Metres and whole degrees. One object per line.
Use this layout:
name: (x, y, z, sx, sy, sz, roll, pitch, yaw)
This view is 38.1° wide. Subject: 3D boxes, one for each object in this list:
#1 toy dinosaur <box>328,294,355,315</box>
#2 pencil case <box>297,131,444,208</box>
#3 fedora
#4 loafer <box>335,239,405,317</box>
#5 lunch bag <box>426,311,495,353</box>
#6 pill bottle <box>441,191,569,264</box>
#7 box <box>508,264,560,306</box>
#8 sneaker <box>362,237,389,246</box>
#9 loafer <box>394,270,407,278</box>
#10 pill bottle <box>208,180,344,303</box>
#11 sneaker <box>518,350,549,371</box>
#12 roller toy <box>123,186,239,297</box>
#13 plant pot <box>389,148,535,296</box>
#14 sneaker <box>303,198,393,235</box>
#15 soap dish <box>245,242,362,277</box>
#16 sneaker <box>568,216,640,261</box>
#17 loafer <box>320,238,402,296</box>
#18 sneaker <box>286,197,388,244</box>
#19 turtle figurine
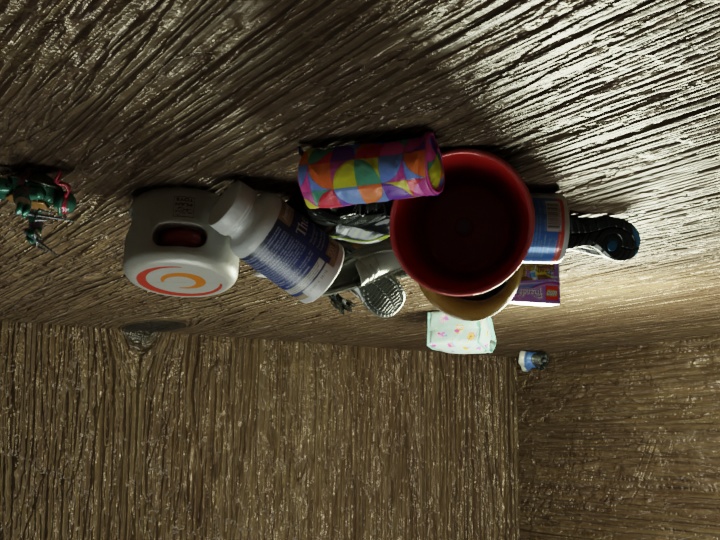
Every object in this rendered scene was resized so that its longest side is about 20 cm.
toy dinosaur: (-0.038, -0.004, 2.077, 0.102, 0.137, 0.200, -34, -147, -16)
pencil case: (0.012, -0.132, 1.367, 0.198, 0.090, 0.088, -2, 170, 24)
fedora: (0.176, -0.012, 1.770, 0.198, 0.203, 0.082, 3, -178, -17)
loafer: (0.005, 0.005, 1.818, 0.200, 0.075, 0.070, 45, -176, -34)
lunch bag: (0.295, 0.183, 3.024, 0.168, 0.124, 0.200, -4, 163, 20)
pill bottle: (0.216, -0.068, 1.621, 0.197, 0.114, 0.112, 2, 170, -4)
box: (0.264, -0.010, 1.872, 0.198, 0.139, 0.039, 5, 170, -20)
sneaker: (0.049, -0.059, 1.827, 0.076, 0.077, 0.200, 3, 162, 24)
loafer: (0.120, -0.019, 2.003, 0.198, 0.076, 0.069, -6, 164, 33)
pill bottle: (-0.130, -0.047, 1.600, 0.199, 0.112, 0.111, 37, 154, -24)
sneaker: (0.698, 0.364, 4.147, 0.110, 0.078, 0.200, 7, 166, 19)
roller toy: (-0.281, -0.049, 1.665, 0.198, 0.141, 0.182, -13, 155, 34)
plant pot: (0.147, -0.063, 1.477, 0.198, 0.203, 0.177, -1, 180, 8)
sneaker: (0.012, -0.098, 1.557, 0.197, 0.077, 0.114, 6, 176, -1)
soap dish: (-0.095, -0.032, 1.921, 0.156, 0.082, 0.199, 9, 167, -38)
sneaker: (0.393, -0.064, 1.808, 0.198, 0.074, 0.082, 10, -176, -20)
loafer: (0.000, 0.000, 1.714, 0.198, 0.070, 0.071, -17, 127, -6)
sneaker: (-0.032, -0.085, 1.659, 0.197, 0.075, 0.081, -3, 167, 9)
turtle figurine: (-0.489, -0.099, 1.514, 0.198, 0.102, 0.150, 15, 156, 4)
